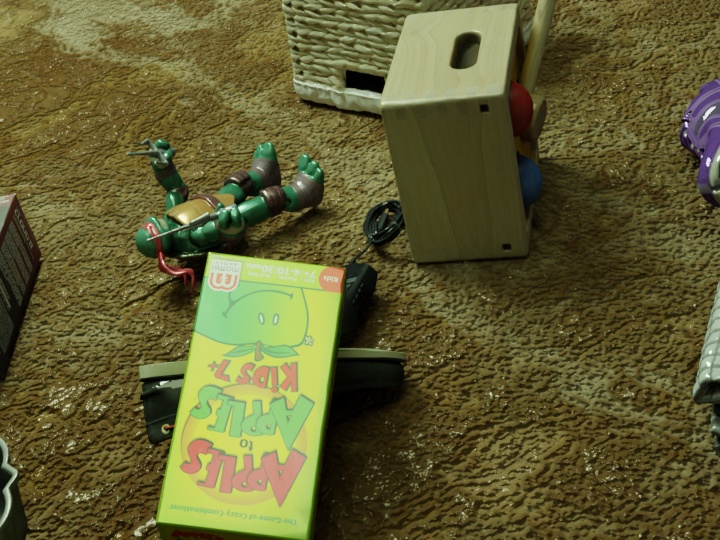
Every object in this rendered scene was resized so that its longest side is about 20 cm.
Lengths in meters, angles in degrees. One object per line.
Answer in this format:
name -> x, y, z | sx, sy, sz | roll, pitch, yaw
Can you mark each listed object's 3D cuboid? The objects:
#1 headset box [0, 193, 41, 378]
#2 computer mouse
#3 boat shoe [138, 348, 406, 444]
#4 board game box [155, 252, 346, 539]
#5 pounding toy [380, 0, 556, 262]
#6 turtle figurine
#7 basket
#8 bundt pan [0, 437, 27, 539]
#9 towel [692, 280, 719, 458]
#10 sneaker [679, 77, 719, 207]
headset box -> -0.378, 0.016, 1.177 | 0.148, 0.078, 0.201 | -9, 38, 7
computer mouse -> 0.000, 0.000, 1.115 | 0.058, 0.034, 0.200 | -12, 27, 32
boat shoe -> -0.063, 0.091, 0.985 | 0.200, 0.064, 0.074 | -6, -8, -9
board game box -> -0.071, 0.091, 0.912 | 0.101, 0.048, 0.201 | 7, 62, 2
pounding toy -> 0.110, -0.143, 1.130 | 0.141, 0.185, 0.201 | -3, 37, 15
turtle figurine -> -0.136, -0.059, 1.177 | 0.199, 0.101, 0.150 | -23, 49, -38
basket -> 0.045, -0.274, 1.352 | 0.197, 0.162, 0.200 | 16, 47, 34
bundt pan -> -0.320, 0.198, 0.912 | 0.200, 0.076, 0.202 | -10, 35, 7
towel -> 0.329, 0.061, 0.871 | 0.199, 0.086, 0.166 | 4, 41, 21
sneaker -> 0.310, -0.107, 1.128 | 0.083, 0.081, 0.200 | -14, 25, 29
